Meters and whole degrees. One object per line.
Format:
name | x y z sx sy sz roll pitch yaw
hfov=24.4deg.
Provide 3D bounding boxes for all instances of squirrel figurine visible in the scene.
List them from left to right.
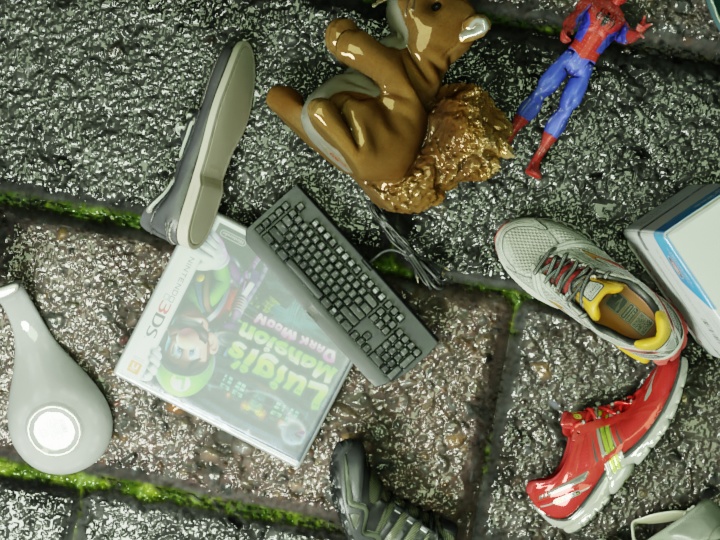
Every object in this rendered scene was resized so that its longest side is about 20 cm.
squirrel figurine | 0.050 -0.160 1.515 0.200 0.142 0.187 44 83 -15

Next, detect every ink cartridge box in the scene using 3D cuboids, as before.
ink cartridge box | 0.320 0.003 1.472 0.084 0.200 0.145 -35 92 1

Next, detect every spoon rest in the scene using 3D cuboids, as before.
spoon rest | -0.300 0.100 1.566 0.099 0.061 0.200 -17 107 3

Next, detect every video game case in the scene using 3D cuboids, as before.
video game case | -0.105 0.062 1.570 0.200 0.023 0.182 27 94 -1

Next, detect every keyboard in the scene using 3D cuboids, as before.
keyboard | 0.000 0.000 1.549 0.127 0.021 0.200 -42 88 -9

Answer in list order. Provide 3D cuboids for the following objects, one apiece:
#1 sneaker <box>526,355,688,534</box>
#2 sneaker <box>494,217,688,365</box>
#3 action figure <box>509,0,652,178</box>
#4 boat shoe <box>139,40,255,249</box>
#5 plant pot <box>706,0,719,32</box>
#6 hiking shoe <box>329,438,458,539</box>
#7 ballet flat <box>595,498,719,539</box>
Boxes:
sneaker | 0.229 0.150 1.548 0.085 0.077 0.200 38 92 5
sneaker | 0.210 0.011 1.521 0.200 0.082 0.078 32 92 17
action figure | 0.197 -0.183 1.516 0.065 0.099 0.200 31 91 -2
boat shoe | -0.152 -0.121 1.534 0.063 0.073 0.200 14 84 20
plant pot | 0.395 -0.265 1.486 0.200 0.135 0.201 0 94 0
hiking shoe | 0.037 0.240 1.563 0.101 0.076 0.200 -21 102 -6
ballet flat | 0.254 0.273 1.567 0.200 0.067 0.064 -24 62 1
